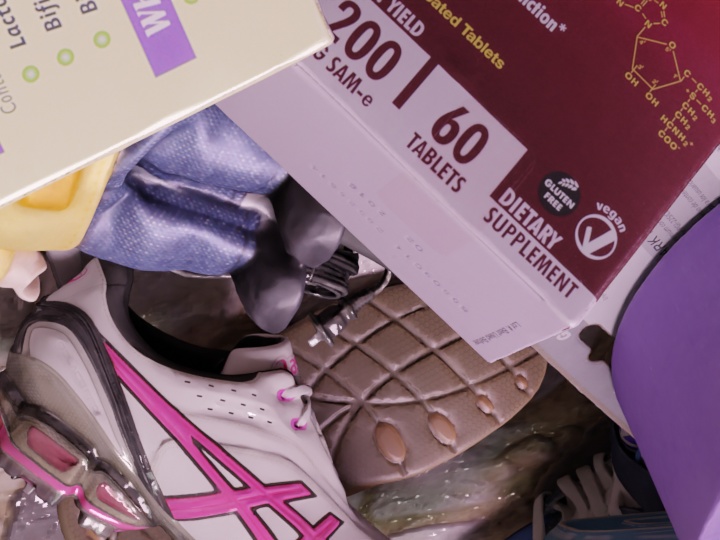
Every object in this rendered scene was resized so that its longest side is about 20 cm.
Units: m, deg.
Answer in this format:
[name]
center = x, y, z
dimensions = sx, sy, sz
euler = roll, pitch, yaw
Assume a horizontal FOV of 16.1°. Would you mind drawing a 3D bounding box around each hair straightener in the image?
[hair straightener]
center = 0.000, 0.000, 0.913
dimensions = 0.199, 0.041, 0.077
euler = 15, 115, -39

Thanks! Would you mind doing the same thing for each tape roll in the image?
[tape roll]
center = 0.193, 0.036, 0.881
dimensions = 0.198, 0.085, 0.201
euler = -15, 146, -10

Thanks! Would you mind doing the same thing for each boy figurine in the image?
[boy figurine]
center = -0.103, -0.038, 0.778
dimensions = 0.199, 0.065, 0.125
euler = 11, 136, -29

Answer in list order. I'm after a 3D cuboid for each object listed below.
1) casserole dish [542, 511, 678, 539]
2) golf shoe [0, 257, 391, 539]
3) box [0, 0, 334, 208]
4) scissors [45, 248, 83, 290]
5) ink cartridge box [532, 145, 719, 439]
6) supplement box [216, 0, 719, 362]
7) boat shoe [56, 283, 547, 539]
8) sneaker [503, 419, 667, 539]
[casserole dish]
center = 0.154, 0.114, 1.008
dimensions = 0.198, 0.039, 0.121
euler = -5, 178, -5
[golf shoe]
center = -0.037, 0.074, 0.913
dimensions = 0.199, 0.073, 0.092
euler = 34, 93, -16
[box]
center = -0.135, -0.096, 0.576
dimensions = 0.199, 0.097, 0.177
euler = -27, 113, -7
[scissors]
center = -0.101, -0.037, 0.853
dimensions = 0.073, 0.014, 0.200
euler = -23, 145, 5
[ink cartridge box]
center = 0.130, -0.037, 0.896
dimensions = 0.175, 0.084, 0.200
euler = -31, 145, 13
[supplement box]
center = 0.065, -0.086, 0.680
dimensions = 0.200, 0.109, 0.061
euler = -51, -173, -21
[boat shoe]
center = -0.024, 0.058, 0.992
dimensions = 0.199, 0.072, 0.068
euler = -24, -179, -6
[sneaker]
center = 0.114, 0.087, 1.098
dimensions = 0.199, 0.081, 0.147
euler = -18, 133, 18
